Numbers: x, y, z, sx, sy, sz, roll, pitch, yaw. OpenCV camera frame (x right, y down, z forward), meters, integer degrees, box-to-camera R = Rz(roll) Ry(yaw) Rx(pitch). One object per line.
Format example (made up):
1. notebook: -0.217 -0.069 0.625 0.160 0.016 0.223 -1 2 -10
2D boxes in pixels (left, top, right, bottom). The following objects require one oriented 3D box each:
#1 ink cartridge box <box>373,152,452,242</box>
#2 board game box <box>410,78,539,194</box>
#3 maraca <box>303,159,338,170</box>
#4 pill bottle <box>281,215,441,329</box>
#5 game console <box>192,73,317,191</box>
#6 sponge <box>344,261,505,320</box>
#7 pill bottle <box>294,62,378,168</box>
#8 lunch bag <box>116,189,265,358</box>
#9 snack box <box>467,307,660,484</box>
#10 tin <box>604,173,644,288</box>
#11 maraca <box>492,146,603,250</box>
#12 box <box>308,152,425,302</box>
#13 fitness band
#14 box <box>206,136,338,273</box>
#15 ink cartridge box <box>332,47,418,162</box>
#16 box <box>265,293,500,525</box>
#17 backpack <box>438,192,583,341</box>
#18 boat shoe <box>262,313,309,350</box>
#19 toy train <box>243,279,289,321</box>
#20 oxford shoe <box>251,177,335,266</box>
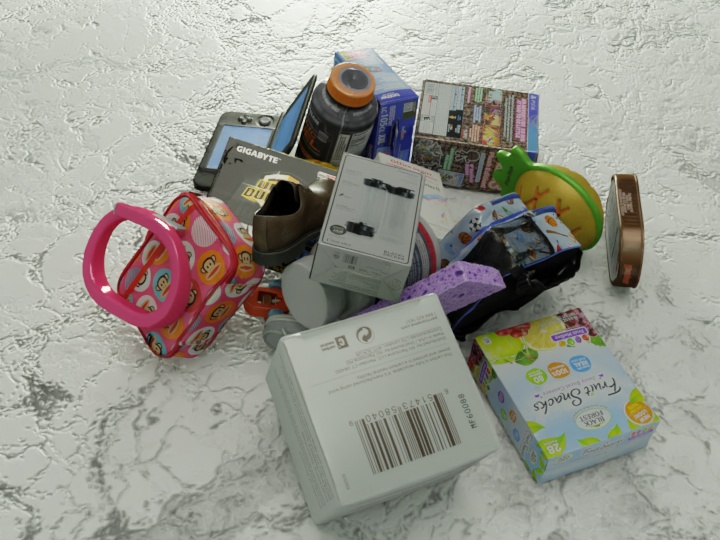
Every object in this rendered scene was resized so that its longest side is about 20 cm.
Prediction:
1. ink cartridge box: 0.067 -0.104 1.432 0.117 0.067 0.200 16 42 -25
2. board game box: 0.189 -0.220 1.555 0.199 0.097 0.160 8 47 3
3. maraca: -0.058 -0.087 1.406 0.137 0.107 0.200 -8 54 -25
4. pill bottle: 0.000 0.000 1.242 0.200 0.120 0.120 -25 52 -38
5. game console: -0.168 -0.225 1.513 0.175 0.117 0.200 7 46 7
6. sponge: 0.071 0.046 1.183 0.111 0.200 0.030 8 58 -57
7. pill bottle: -0.034 -0.228 1.464 0.106 0.200 0.107 8 54 -12
8. lunch bag: -0.233 -0.001 1.248 0.082 0.200 0.176 7 39 -54
9. snack box: 0.260 0.157 1.227 0.168 0.068 0.200 -15 51 -18
10. tin: 0.395 -0.061 1.415 0.042 0.112 0.200 0 45 9
11. maraca: 0.280 -0.107 1.416 0.200 0.137 0.107 40 59 23
12. box: 0.012 -0.058 1.173 0.116 0.060 0.200 14 40 -2
13. fitness band: -0.290 -0.006 1.217 0.200 0.144 0.037 23 10 36
14. box: -0.116 -0.083 1.326 0.199 0.049 0.160 18 77 2
15. ink cartridge box: 0.026 -0.257 1.540 0.076 0.137 0.200 -16 47 -24
16. box: 0.017 0.163 1.096 0.198 0.171 0.201 -16 72 -18
17. backpack: 0.202 -0.014 1.306 0.190 0.200 0.154 -12 70 -36
18. boat shoe: -0.047 0.124 1.233 0.202 0.075 0.065 30 52 11
19. toy train: -0.163 0.006 1.350 0.150 0.056 0.200 4 45 -13
20. oxford shoe: -0.076 -0.085 1.222 0.072 0.085 0.200 7 30 21
